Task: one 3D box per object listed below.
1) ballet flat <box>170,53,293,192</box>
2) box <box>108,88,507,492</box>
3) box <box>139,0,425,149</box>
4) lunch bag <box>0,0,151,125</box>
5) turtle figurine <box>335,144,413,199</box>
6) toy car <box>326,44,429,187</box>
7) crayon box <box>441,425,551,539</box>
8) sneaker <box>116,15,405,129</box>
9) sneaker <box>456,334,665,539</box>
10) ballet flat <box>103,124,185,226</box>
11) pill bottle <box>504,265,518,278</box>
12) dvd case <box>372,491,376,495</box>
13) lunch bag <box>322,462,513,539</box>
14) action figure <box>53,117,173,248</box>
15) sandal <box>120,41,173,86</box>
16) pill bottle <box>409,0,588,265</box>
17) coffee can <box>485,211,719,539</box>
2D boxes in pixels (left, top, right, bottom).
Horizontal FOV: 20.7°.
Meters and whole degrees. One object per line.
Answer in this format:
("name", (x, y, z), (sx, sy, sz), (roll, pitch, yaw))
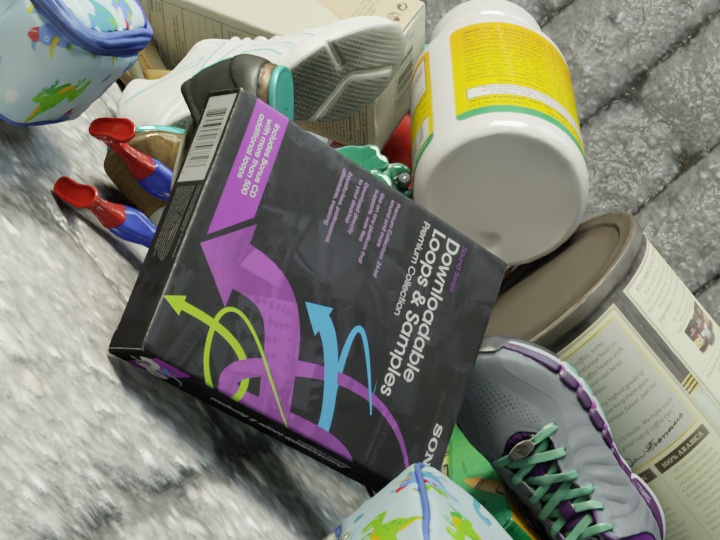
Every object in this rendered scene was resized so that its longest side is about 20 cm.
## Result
("ballet flat", (-0.065, -0.013, 1.051), (0.068, 0.068, 0.201), (0, 87, -77))
("box", (-0.019, 0.017, 1.010), (0.200, 0.143, 0.036), (31, -21, -35))
("box", (-0.059, -0.167, 1.399), (0.200, 0.078, 0.095), (23, -34, 17))
("lunch bag", (-0.204, -0.171, 1.030), (0.200, 0.082, 0.161), (48, 10, 3))
("turtle figurine", (0.000, 0.000, 1.261), (0.200, 0.100, 0.150), (70, 7, -73))
("toy car", (-0.009, -0.056, 1.444), (0.200, 0.185, 0.177), (2, 43, -39))
("crayon box", (0.091, 0.154, 1.228), (0.119, 0.058, 0.200), (47, 12, -23))
("sneaker", (-0.066, -0.127, 1.276), (0.080, 0.200, 0.071), (51, -25, 41))
("sneaker", (0.120, 0.120, 1.125), (0.200, 0.074, 0.088), (46, 18, -27))
("ballet flat", (-0.091, -0.031, 1.195), (0.200, 0.068, 0.073), (34, 39, -71))
("pill bottle", (0.139, 0.045, 1.453), (0.112, 0.112, 0.200), (52, -34, 3))
("dvd case", (0.023, 0.116, 1.271), (0.149, 0.016, 0.200), (37, 19, -51))
("lunch bag", (0.064, 0.200, 0.968), (0.200, 0.082, 0.161), (49, 9, -12))
("action figure", (-0.086, -0.013, 1.112), (0.052, 0.066, 0.200), (15, -15, 39))
("sandal", (-0.117, -0.113, 1.346), (0.200, 0.054, 0.080), (57, 12, 30))
("pill bottle", (0.089, -0.100, 1.320), (0.113, 0.113, 0.200), (46, 23, -26))
("coffee can", (0.175, 0.085, 1.251), (0.200, 0.146, 0.146), (49, 10, -13))
